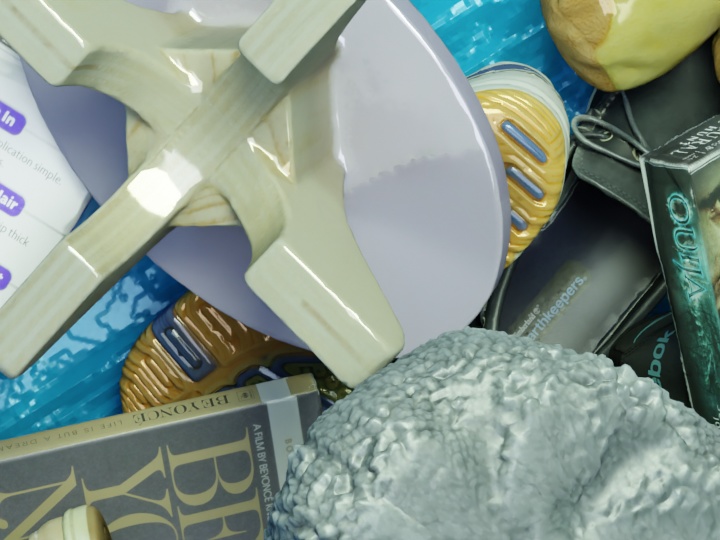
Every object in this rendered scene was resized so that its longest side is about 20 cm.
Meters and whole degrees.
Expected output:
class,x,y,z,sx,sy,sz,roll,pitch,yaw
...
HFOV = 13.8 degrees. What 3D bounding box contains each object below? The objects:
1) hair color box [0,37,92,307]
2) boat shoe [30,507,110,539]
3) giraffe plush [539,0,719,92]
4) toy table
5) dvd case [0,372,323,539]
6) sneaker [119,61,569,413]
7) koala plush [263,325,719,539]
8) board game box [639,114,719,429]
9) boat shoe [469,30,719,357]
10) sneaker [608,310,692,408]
class,x,y,z,sx,sy,sz,roll,pitch,yaw
hair color box,-0.169,-0.011,1.068,0.109,0.065,0.201,32,89,-6
boat shoe,-0.112,0.172,1.033,0.065,0.072,0.201,-1,123,-6
giraffe plush,0.164,-0.155,1.031,0.199,0.162,0.173,-3,70,-9
toy table,-0.044,-0.044,0.973,0.200,0.117,0.184,33,109,4
dvd case,-0.103,0.122,1.062,0.199,0.016,0.149,-12,121,-8
sneaker,0.000,0.000,1.084,0.200,0.088,0.075,-35,100,19
koala plush,0.036,0.096,0.955,0.183,0.200,0.178,36,84,-14
board game box,0.184,-0.014,1.018,0.200,0.028,0.136,-29,115,-32
boat shoe,0.103,-0.029,1.098,0.074,0.062,0.200,37,85,-3
sneaker,0.180,0.022,1.090,0.199,0.079,0.076,-5,95,-36
